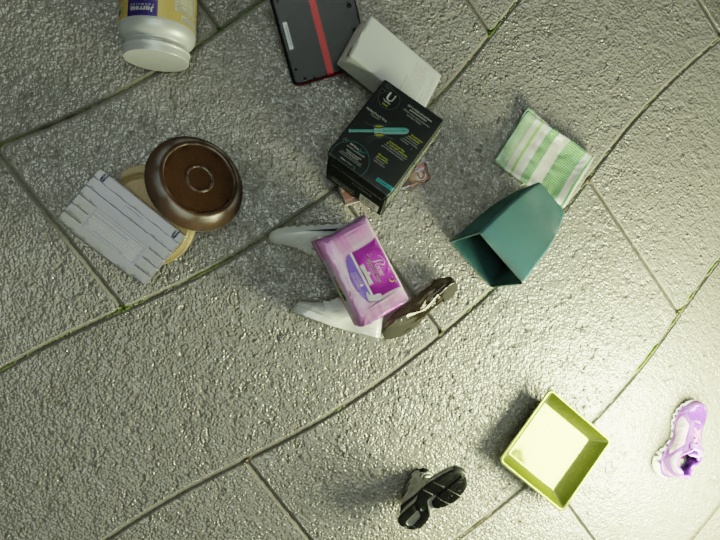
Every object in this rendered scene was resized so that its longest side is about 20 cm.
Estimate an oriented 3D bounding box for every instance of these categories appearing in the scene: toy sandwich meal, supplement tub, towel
[{"bbox_3d":[-0.422,-0.109,1.185,0.203,0.070,0.207,-1,95,-12],"label":"toy sandwich meal"},{"bbox_3d":[-0.389,-0.503,1.146,0.144,0.145,0.202,2,89,-10],"label":"supplement tub"},{"bbox_3d":[0.421,-0.256,1.358,0.199,0.023,0.153,33,85,-9],"label":"towel"}]

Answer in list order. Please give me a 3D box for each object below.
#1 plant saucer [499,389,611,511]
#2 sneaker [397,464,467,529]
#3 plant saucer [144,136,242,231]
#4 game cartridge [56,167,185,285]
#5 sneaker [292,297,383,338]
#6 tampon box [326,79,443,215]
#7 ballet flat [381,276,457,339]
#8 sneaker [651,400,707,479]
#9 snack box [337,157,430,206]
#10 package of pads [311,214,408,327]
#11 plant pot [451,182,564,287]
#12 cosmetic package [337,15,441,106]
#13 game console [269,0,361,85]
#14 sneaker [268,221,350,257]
[{"bbox_3d":[0.433,0.403,1.350,0.199,0.048,0.200,40,83,-8],"label":"plant saucer"},{"bbox_3d":[0.146,0.442,1.251,0.075,0.116,0.201,32,118,-14],"label":"sneaker"},{"bbox_3d":[-0.321,-0.177,1.173,0.199,0.032,0.202,10,71,-31],"label":"plant saucer"},{"bbox_3d":[-0.452,-0.080,1.129,0.200,0.038,0.130,40,90,-12],"label":"game cartridge"},{"bbox_3d":[-0.039,0.065,1.255,0.199,0.074,0.116,16,85,-19],"label":"sneaker"},{"bbox_3d":[0.046,-0.248,1.214,0.149,0.126,0.200,36,77,3],"label":"tampon box"},{"bbox_3d":[0.124,0.077,1.295,0.200,0.067,0.046,-38,52,-5],"label":"ballet flat"},{"bbox_3d":[0.769,0.403,1.392,0.080,0.088,0.201,29,84,-8],"label":"sneaker"},{"bbox_3d":[0.049,-0.202,1.289,0.199,0.024,0.072,-18,91,-9],"label":"snack box"},{"bbox_3d":[0.000,0.000,1.193,0.120,0.076,0.201,-30,96,-15],"label":"package of pads"},{"bbox_3d":[0.331,-0.087,1.289,0.141,0.141,0.200,46,75,-8],"label":"plant pot"},{"bbox_3d":[0.061,-0.418,1.240,0.199,0.074,0.102,32,78,-23],"label":"cosmetic package"},{"bbox_3d":[-0.083,-0.506,1.238,0.176,0.031,0.201,-17,111,-5],"label":"game console"},{"bbox_3d":[-0.091,-0.059,1.243,0.198,0.076,0.081,-2,100,-9],"label":"sneaker"}]
